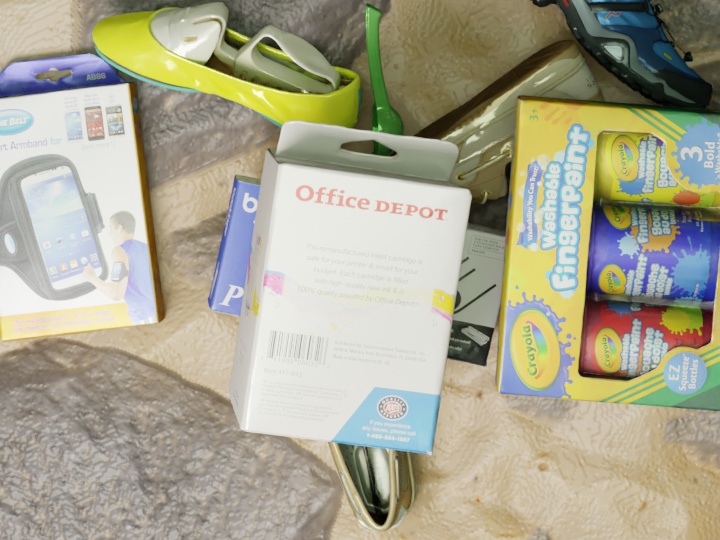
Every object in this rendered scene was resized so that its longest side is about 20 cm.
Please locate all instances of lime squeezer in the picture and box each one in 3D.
[{"bbox_3d":[-0.013,-0.086,1.563,0.070,0.038,0.200,18,114,-33],"label":"lime squeezer"}]

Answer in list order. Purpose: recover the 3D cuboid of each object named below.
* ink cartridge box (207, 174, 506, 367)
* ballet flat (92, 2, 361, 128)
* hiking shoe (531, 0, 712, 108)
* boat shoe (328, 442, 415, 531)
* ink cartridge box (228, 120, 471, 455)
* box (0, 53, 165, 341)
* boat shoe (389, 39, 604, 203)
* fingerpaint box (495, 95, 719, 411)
[{"bbox_3d":[0.000,0.000,1.552,0.199,0.044,0.094,11,98,-8],"label":"ink cartridge box"},{"bbox_3d":[-0.090,-0.153,1.579,0.199,0.067,0.067,22,134,-4],"label":"ballet flat"},{"bbox_3d":[0.182,-0.193,1.564,0.200,0.074,0.087,42,96,-2],"label":"hiking shoe"},{"bbox_3d":[-0.003,0.090,1.596,0.071,0.076,0.201,-19,93,6],"label":"boat shoe"},{"bbox_3d":[-0.007,0.005,1.465,0.128,0.125,0.201,8,96,-8],"label":"ink cartridge box"},{"bbox_3d":[-0.214,-0.054,1.611,0.119,0.041,0.201,-7,97,3],"label":"box"},{"bbox_3d":[0.085,-0.082,1.578,0.200,0.074,0.069,-33,103,13],"label":"boat shoe"},{"bbox_3d":[0.180,-0.012,1.502,0.166,0.073,0.201,5,97,1],"label":"fingerpaint box"}]
